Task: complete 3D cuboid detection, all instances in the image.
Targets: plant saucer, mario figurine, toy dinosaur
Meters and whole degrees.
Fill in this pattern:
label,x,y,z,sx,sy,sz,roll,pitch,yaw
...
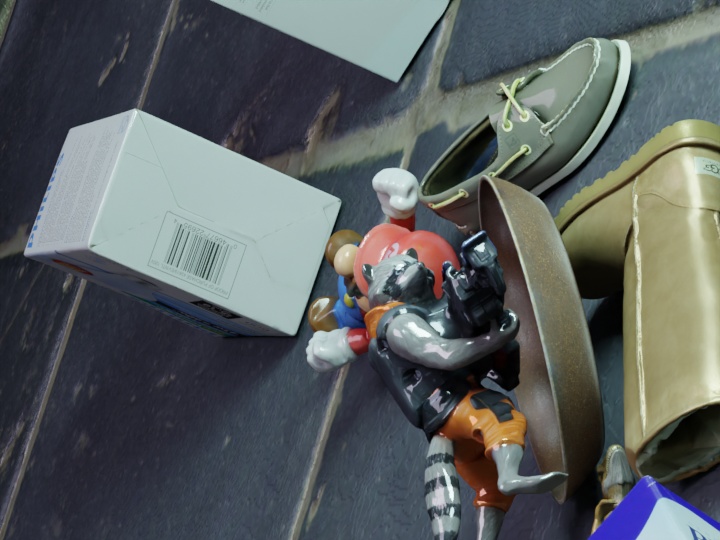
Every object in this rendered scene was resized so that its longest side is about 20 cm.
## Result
label,x,y,z,sx,sy,sz,roll,pitch,yaw
plant saucer,0.110,0.038,1.509,0.200,0.034,0.202,167,90,-87
mario figurine,0.000,0.000,1.826,0.124,0.105,0.200,70,163,-1
toy dinosaur,0.129,0.196,1.407,0.201,0.060,0.106,-63,13,-19

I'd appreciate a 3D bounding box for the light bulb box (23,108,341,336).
label,x,y,z,sx,sy,sz,roll,pitch,yaw
light bulb box,-0.152,-0.035,2.113,0.200,0.197,0.126,-5,63,68

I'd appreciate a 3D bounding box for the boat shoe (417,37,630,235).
label,x,y,z,sx,sy,sz,roll,pitch,yaw
boat shoe,0.111,-0.093,1.717,0.202,0.060,0.072,-48,29,43

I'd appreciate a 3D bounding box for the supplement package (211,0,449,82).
label,x,y,z,sx,sy,sz,roll,pitch,yaw
supplement package,-0.026,-0.283,2.035,0.152,0.199,0.151,-56,24,28

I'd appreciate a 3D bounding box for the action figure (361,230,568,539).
label,x,y,z,sx,sy,sz,roll,pitch,yaw
action figure,0.052,0.064,1.477,0.200,0.104,0.194,76,169,-60

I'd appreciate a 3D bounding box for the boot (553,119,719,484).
label,x,y,z,sx,sy,sz,roll,pitch,yaw
boot,0.163,0.034,1.466,0.175,0.066,0.201,127,151,-50

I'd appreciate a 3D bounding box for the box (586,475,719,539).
label,x,y,z,sx,sy,sz,roll,pitch,yaw
box,0.143,0.238,1.219,0.184,0.105,0.200,-50,27,15
